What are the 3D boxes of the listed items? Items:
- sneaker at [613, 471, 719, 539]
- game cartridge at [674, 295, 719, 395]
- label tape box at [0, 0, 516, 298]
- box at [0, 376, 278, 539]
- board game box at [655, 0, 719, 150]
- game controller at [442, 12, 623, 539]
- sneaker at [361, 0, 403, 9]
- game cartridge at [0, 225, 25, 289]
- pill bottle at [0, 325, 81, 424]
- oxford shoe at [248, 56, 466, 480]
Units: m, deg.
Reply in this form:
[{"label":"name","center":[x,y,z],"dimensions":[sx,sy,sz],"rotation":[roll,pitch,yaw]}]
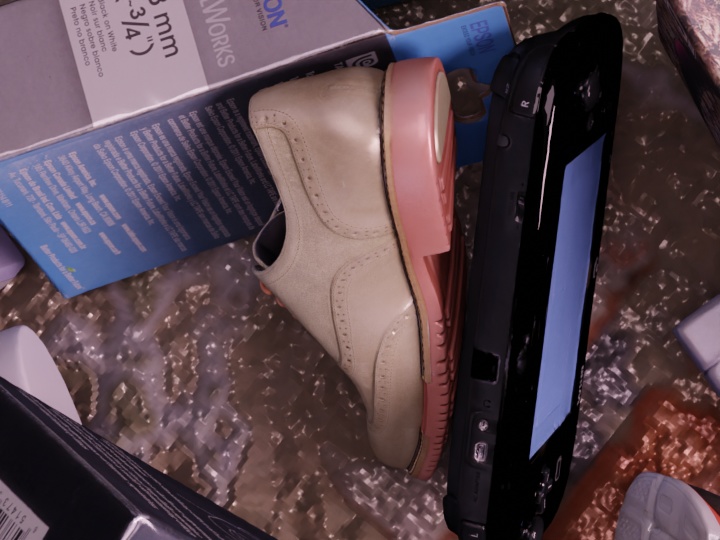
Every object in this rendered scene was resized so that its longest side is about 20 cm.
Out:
[{"label":"sneaker","center":[0.161,0.132,1.049],"dimensions":[0.082,0.200,0.077],"rotation":[3,108,-28]},{"label":"game cartridge","center":[0.233,0.012,1.098],"dimensions":[0.200,0.038,0.130],"rotation":[-36,78,2]},{"label":"label tape box","center":[-0.042,-0.067,1.083],"dimensions":[0.200,0.144,0.063],"rotation":[-18,70,3]},{"label":"box","center":[-0.065,0.141,1.021],"dimensions":[0.200,0.148,0.107],"rotation":[34,89,-34]},{"label":"board game box","center":[0.189,-0.029,1.003],"dimensions":[0.097,0.159,0.200],"rotation":[-28,82,4]},{"label":"game controller","center":[0.067,0.007,1.064],"dimensions":[0.042,0.104,0.200],"rotation":[14,108,24]},{"label":"sneaker","center":[0.033,-0.176,1.122],"dimensions":[0.200,0.080,0.131],"rotation":[-13,85,4]},{"label":"game cartridge","center":[-0.215,-0.026,1.077],"dimensions":[0.130,0.200,0.038],"rotation":[48,116,9]},{"label":"pill bottle","center":[-0.204,0.094,1.104],"dimensions":[0.200,0.111,0.111],"rotation":[-21,83,4]},{"label":"oxford shoe","center":[0.000,0.000,1.065],"dimensions":[0.074,0.200,0.071],"rotation":[0,44,6]}]
